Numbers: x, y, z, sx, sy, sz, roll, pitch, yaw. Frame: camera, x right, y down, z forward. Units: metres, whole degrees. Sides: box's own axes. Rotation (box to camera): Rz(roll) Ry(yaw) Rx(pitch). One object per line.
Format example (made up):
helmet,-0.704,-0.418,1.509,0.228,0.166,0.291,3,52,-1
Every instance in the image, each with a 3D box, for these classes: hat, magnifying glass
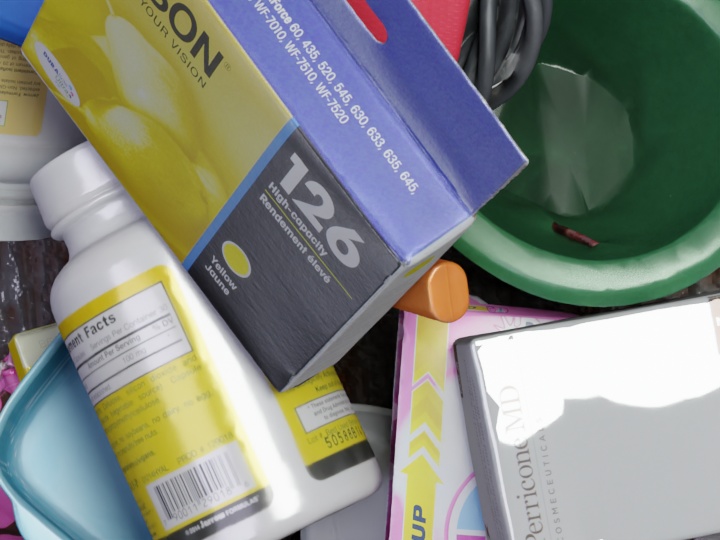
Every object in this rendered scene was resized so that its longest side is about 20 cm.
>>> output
hat,0.088,-0.054,0.978,0.199,0.176,0.166,30,78,8
magnifying glass,0.000,0.000,0.932,0.200,0.022,0.080,-167,68,-67

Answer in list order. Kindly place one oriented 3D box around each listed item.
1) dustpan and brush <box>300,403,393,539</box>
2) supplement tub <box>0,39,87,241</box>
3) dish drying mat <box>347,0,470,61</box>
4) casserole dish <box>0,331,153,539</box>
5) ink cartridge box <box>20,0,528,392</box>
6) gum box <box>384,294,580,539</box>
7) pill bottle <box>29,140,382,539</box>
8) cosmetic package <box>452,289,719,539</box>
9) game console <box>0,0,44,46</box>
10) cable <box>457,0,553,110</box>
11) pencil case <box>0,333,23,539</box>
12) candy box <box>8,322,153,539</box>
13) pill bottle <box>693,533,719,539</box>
dustpan and brush,0.067,0.145,1.017,0.199,0.057,0.141,17,119,31
supplement tub,-0.187,-0.129,1.042,0.145,0.145,0.201,19,107,24
dish drying mat,0.020,-0.180,0.799,0.076,0.018,0.201,16,113,12
casserole dish,-0.099,0.064,1.031,0.121,0.200,0.039,40,160,-6
ink cartridge box,-0.045,-0.069,0.838,0.198,0.047,0.200,54,149,7
gum box,0.069,0.110,0.947,0.113,0.066,0.202,4,87,-1
pill bottle,-0.077,0.033,0.965,0.111,0.111,0.201,-27,85,29
cosmetic package,0.147,0.060,0.884,0.198,0.074,0.102,-12,89,-5
game console,-0.076,-0.188,0.963,0.118,0.170,0.201,33,113,28
cable,0.007,-0.131,0.859,0.162,0.051,0.201,4,110,17
pencil case,-0.214,0.109,1.133,0.200,0.093,0.091,-36,43,27
candy box,-0.101,0.116,1.054,0.201,0.102,0.026,71,159,7
pill bottle,0.212,0.207,0.909,0.113,0.114,0.202,-4,97,29
